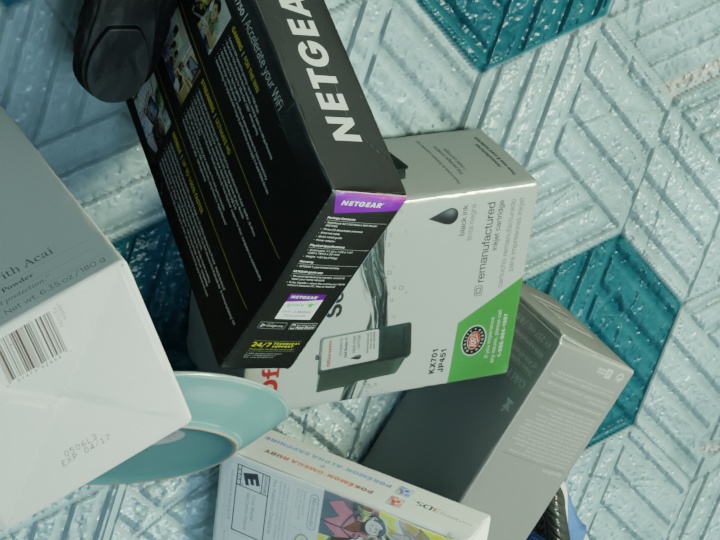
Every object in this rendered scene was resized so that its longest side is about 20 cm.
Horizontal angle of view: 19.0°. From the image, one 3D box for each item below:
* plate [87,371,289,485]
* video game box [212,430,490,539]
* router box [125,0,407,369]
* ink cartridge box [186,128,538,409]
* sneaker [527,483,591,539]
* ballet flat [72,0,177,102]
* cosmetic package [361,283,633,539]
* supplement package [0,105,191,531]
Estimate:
[{"bbox_3d":[-0.140,0.101,1.285,0.198,0.026,0.200,-5,161,-2],"label":"plate"},{"bbox_3d":[-0.014,0.220,1.428,0.047,0.181,0.202,-38,142,-52],"label":"video game box"},{"bbox_3d":[-0.057,-0.070,1.170,0.051,0.201,0.149,1,142,-33],"label":"router box"},{"bbox_3d":[0.000,0.000,1.355,0.198,0.083,0.148,-9,122,-26],"label":"ink cartridge box"},{"bbox_3d":[0.145,0.216,1.602,0.077,0.075,0.201,-40,136,-34],"label":"sneaker"},{"bbox_3d":[-0.118,-0.183,1.165,0.066,0.057,0.201,9,123,-28],"label":"ballet flat"},{"bbox_3d":[0.084,0.114,1.466,0.090,0.107,0.201,25,102,-41],"label":"cosmetic package"},{"bbox_3d":[-0.197,0.017,1.163,0.121,0.200,0.120,-30,130,-13],"label":"supplement package"}]
